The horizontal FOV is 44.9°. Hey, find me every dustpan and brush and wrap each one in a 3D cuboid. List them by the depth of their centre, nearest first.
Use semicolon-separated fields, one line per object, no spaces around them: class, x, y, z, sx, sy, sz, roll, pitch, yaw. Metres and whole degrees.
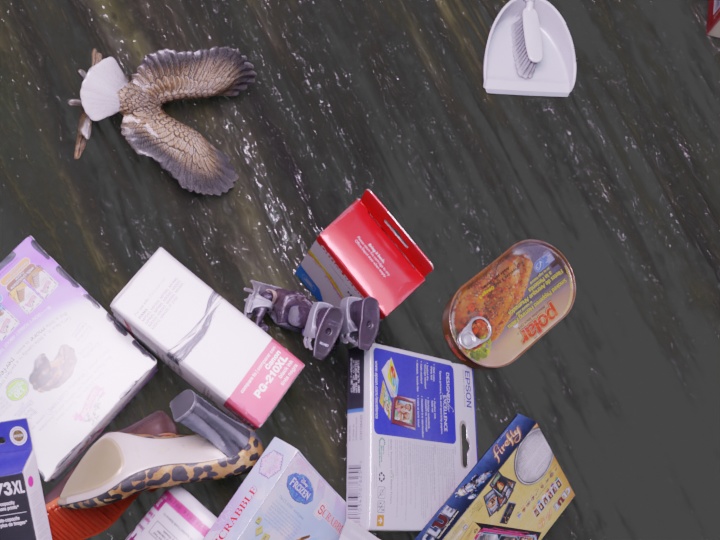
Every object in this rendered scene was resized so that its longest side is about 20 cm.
dustpan and brush;0.232;-0.349;1.204;0.136;0.057;0.205;0;76;-13

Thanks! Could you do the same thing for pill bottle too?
pill bottle;-0.218;0.335;0.898;0.113;0.113;0.201;40;71;-1

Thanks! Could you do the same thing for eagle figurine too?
eagle figurine;-0.229;-0.192;1.024;0.195;0.153;0.153;14;53;-4

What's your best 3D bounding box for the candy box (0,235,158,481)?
candy box;-0.347;0.098;0.949;0.200;0.072;0.168;43;71;1

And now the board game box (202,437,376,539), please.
board game box;-0.089;0.311;0.909;0.201;0.041;0.201;-53;136;-20

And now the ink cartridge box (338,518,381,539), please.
ink cartridge box;0.019;0.384;0.898;0.158;0.047;0.204;23;96;33

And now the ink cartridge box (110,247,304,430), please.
ink cartridge box;-0.168;0.081;0.956;0.199;0.145;0.085;39;73;-1

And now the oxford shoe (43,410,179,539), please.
oxford shoe;-0.282;0.227;0.946;0.197;0.072;0.073;-30;43;-9

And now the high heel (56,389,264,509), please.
high heel;-0.199;0.212;0.894;0.198;0.143;0.072;-33;43;12

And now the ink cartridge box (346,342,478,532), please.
ink cartridge box;0.063;0.199;1.010;0.198;0.046;0.203;19;65;-46

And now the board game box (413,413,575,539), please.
board game box;0.157;0.287;1.006;0.200;0.034;0.137;-44;122;-20

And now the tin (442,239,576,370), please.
tin;0.189;0.044;1.103;0.198;0.042;0.113;-35;82;-23

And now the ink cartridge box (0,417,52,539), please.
ink cartridge box;-0.366;0.258;0.883;0.092;0.037;0.205;-9;93;6

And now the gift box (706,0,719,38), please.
gift box;0.619;-0.413;1.255;0.182;0.185;0.205;10;77;-1

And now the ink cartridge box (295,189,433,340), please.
ink cartridge box;0.000;0.000;0.987;0.067;0.200;0.117;-40;87;-20

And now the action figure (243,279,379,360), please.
action figure;-0.061;0.054;0.967;0.127;0.199;0.071;10;88;-29
